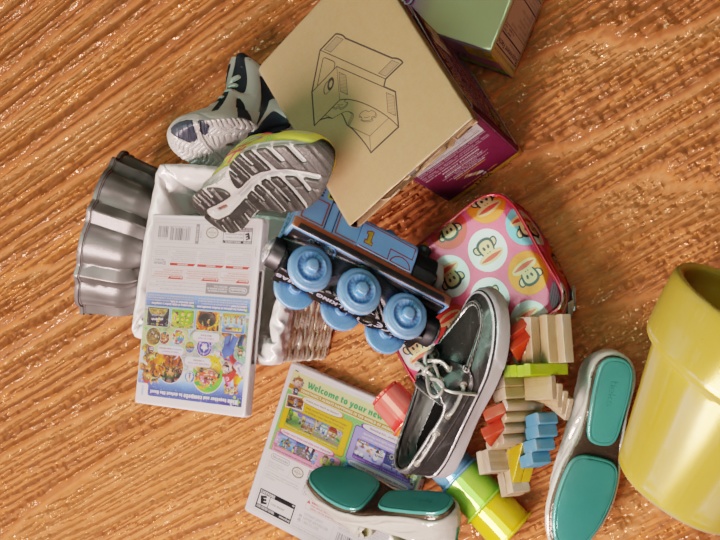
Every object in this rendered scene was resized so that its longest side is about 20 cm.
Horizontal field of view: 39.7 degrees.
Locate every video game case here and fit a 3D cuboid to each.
[{"bbox_3d":[-0.023,0.225,1.138,0.197,0.022,0.186,19,92,26],"label":"video game case"},{"bbox_3d":[-0.169,0.045,1.054,0.140,0.018,0.205,3,86,25],"label":"video game case"}]

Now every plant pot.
[{"bbox_3d":[0.333,0.124,0.905,0.199,0.200,0.192,33,111,24],"label":"plant pot"}]

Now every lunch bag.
[{"bbox_3d":[0.122,0.037,1.062,0.198,0.082,0.178,-33,72,17],"label":"lunch bag"}]

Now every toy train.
[{"bbox_3d":[0.000,0.000,0.997,0.197,0.087,0.116,26,65,-10],"label":"toy train"}]

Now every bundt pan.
[{"bbox_3d":[-0.272,-0.036,1.199,0.074,0.202,0.206,14,90,0],"label":"bundt pan"}]

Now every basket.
[{"bbox_3d":[-0.129,-0.002,1.137,0.194,0.160,0.205,8,86,25],"label":"basket"}]

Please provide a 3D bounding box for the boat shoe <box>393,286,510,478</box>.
[{"bbox_3d":[0.083,0.109,0.979,0.074,0.067,0.202,44,118,51],"label":"boat shoe"}]

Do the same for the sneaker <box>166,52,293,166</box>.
[{"bbox_3d":[-0.153,-0.193,1.171,0.130,0.196,0.080,52,145,32],"label":"sneaker"}]

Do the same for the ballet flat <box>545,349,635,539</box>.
[{"bbox_3d":[0.227,0.178,1.003,0.068,0.069,0.204,14,89,25],"label":"ballet flat"}]

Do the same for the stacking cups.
[{"bbox_3d":[0.091,0.201,1.049,0.200,0.060,0.061,46,102,11],"label":"stacking cups"}]

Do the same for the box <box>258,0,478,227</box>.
[{"bbox_3d":[0.001,-0.170,0.954,0.163,0.021,0.202,-39,70,25],"label":"box"}]

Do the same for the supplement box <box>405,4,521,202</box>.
[{"bbox_3d":[0.075,-0.166,1.043,0.102,0.199,0.133,-34,71,16],"label":"supplement box"}]

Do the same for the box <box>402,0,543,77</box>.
[{"bbox_3d":[0.119,-0.345,1.102,0.174,0.096,0.203,23,93,24],"label":"box"}]

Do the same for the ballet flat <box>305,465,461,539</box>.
[{"bbox_3d":[0.022,0.260,1.063,0.197,0.069,0.071,4,85,38],"label":"ballet flat"}]

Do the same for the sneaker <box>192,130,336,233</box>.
[{"bbox_3d":[-0.088,-0.106,0.974,0.198,0.078,0.091,-13,37,47],"label":"sneaker"}]

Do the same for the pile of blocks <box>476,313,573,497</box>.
[{"bbox_3d":[0.156,0.136,0.975,0.082,0.061,0.204,-146,60,-60],"label":"pile of blocks"}]
